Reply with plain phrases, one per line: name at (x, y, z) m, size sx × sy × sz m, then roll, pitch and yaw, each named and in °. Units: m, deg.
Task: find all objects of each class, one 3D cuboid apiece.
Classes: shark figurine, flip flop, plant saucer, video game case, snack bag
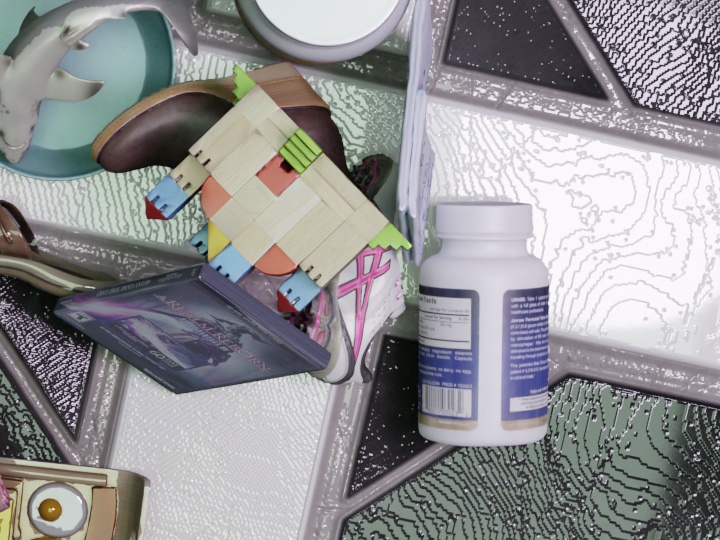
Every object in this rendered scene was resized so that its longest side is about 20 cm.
shark figurine at (-0.240, -0.196, 1.625) m, size 0.214 × 0.090 × 0.128 m, roll -34°, pitch 130°, yaw 7°
flip flop at (-0.293, -0.026, 1.663) m, size 0.200 × 0.081 × 0.058 m, roll 20°, pitch 102°, yaw -9°
plant saucer at (-0.255, -0.176, 1.677) m, size 0.200 × 0.036 × 0.200 m, roll 0°, pitch 94°, yaw -3°
video game case at (-0.139, 0.050, 1.612) m, size 0.143 × 0.200 × 0.019 m, roll 37°, pitch 59°, yaw -31°
snack bag at (0.048, -0.118, 1.614) m, size 0.021 × 0.189 × 0.200 m, roll 4°, pitch 77°, yaw 5°

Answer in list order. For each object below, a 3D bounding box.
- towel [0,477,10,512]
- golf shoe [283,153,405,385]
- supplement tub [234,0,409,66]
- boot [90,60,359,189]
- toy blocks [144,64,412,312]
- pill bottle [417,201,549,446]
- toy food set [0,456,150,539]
towel at (-0.405, 0.178, 1.670) m, size 0.200 × 0.023 × 0.144 m, roll -28°, pitch 76°, yaw 7°
golf shoe at (0.000, 0.000, 1.697) m, size 0.092 × 0.073 × 0.200 m, roll 19°, pitch 94°, yaw -23°
supplement tub at (-0.032, -0.239, 1.604) m, size 0.145 × 0.200 × 0.145 m, roll 0°, pitch 95°, yaw -4°
boot at (-0.103, -0.076, 1.623) m, size 0.200 × 0.072 × 0.166 m, roll -21°, pitch 71°, yaw -15°
toy blocks at (-0.077, -0.044, 1.564) m, size 0.137 × 0.100 × 0.200 m, roll -44°, pitch 89°, yaw 0°
pill bottle at (0.104, 0.043, 1.682) m, size 0.111 × 0.111 × 0.200 m, roll 0°, pitch 95°, yaw -4°
toy food set at (-0.287, 0.237, 1.696) m, size 0.200 × 0.060 × 0.144 m, roll 7°, pitch 94°, yaw -4°
